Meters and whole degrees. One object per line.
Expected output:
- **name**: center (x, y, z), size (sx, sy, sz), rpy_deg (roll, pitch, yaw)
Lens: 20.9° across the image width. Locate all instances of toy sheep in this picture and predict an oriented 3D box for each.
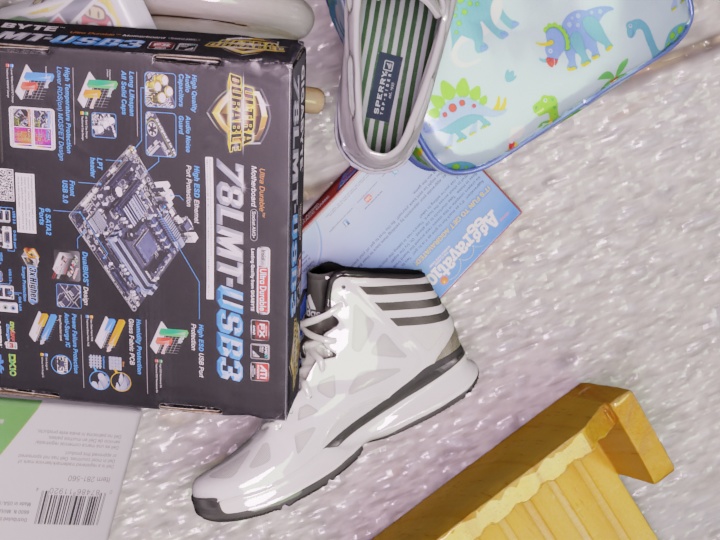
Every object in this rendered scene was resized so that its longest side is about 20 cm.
- **toy sheep**: center (-0.086, -0.140, 1.099), size (0.137, 0.138, 0.202), rpy_deg (6, 86, -20)

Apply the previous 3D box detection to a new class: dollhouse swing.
- **dollhouse swing**: center (0.123, 0.203, 1.259), size (0.199, 0.182, 0.176), rpy_deg (-35, 93, -7)

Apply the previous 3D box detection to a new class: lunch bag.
- **lunch bag**: center (0.087, -0.165, 1.168), size (0.199, 0.082, 0.162), rpy_deg (-33, 103, -7)

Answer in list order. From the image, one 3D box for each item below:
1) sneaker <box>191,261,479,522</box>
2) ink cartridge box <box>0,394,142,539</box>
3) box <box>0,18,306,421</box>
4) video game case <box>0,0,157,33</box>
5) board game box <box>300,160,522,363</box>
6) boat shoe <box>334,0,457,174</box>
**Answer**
- **sneaker**: center (-0.033, 0.063, 1.197), size (0.200, 0.076, 0.116), rpy_deg (-30, 104, -17)
- **ink cartridge box**: center (-0.229, 0.156, 1.145), size (0.145, 0.084, 0.202), rpy_deg (9, 104, -37)
- **box**: center (-0.129, -0.026, 1.028), size (0.196, 0.050, 0.202), rpy_deg (4, 113, 6)
- **video game case**: center (-0.160, -0.054, 1.092), size (0.181, 0.023, 0.201), rpy_deg (-10, 116, 32)
- **board game box**: center (0.000, 0.000, 1.230), size (0.200, 0.019, 0.103), rpy_deg (-46, 113, -1)
- **boat shoe**: center (0.027, -0.154, 1.085), size (0.073, 0.067, 0.202), rpy_deg (3, 92, -8)
